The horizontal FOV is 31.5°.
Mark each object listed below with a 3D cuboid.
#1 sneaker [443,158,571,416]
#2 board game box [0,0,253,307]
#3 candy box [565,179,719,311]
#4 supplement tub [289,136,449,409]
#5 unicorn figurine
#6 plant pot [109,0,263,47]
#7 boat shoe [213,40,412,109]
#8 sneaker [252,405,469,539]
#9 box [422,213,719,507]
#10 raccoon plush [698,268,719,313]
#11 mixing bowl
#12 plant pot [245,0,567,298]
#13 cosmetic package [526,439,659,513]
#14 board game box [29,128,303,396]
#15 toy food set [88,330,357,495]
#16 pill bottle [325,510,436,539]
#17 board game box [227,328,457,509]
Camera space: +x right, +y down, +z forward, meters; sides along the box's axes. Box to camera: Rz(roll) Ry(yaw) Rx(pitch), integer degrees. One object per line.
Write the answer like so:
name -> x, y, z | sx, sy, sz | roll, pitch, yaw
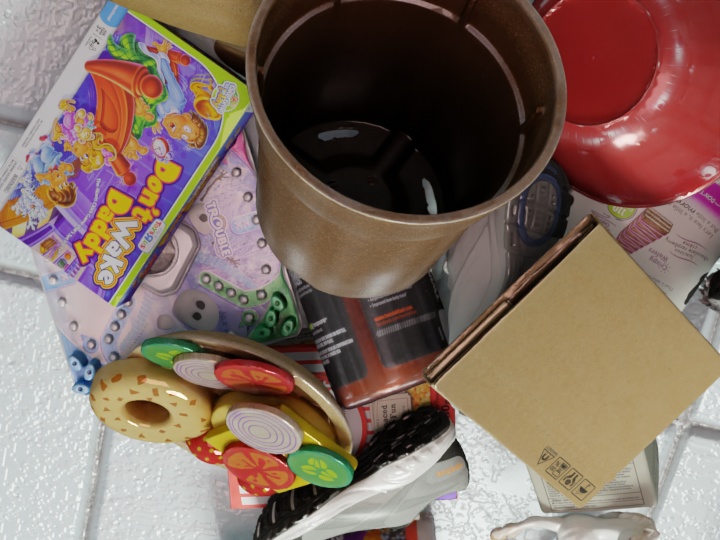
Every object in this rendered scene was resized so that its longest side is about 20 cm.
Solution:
sneaker -> 0.099, 0.010, 0.952 | 0.074, 0.087, 0.201 | 11, 94, -34
board game box -> -0.185, -0.093, 0.990 | 0.134, 0.045, 0.200 | 34, 97, 0
candy box -> 0.231, -0.056, 1.024 | 0.136, 0.061, 0.200 | 29, 107, -10
supplement tub -> 0.000, 0.000, 1.001 | 0.107, 0.107, 0.201 | -20, 85, 7
unicorn figurine -> 0.185, 0.243, 1.093 | 0.137, 0.200, 0.074 | -13, 75, 5
plant pot -> -0.128, -0.250, 0.906 | 0.199, 0.186, 0.187 | 7, 111, 17
boat shoe -> -0.011, -0.166, 0.990 | 0.199, 0.072, 0.072 | 14, 80, 2
sneaker -> 0.000, 0.193, 1.061 | 0.200, 0.074, 0.079 | -27, 113, 10
box -> 0.163, 0.073, 0.933 | 0.163, 0.021, 0.200 | -45, 125, 6
raccoon plush -> 0.326, -0.019, 1.001 | 0.096, 0.200, 0.134 | 22, 85, 4
mixing bowl -> 0.185, -0.145, 0.917 | 0.199, 0.108, 0.201 | 1, 92, 30
plant pot -> 0.014, -0.085, 0.863 | 0.199, 0.198, 0.201 | 4, 68, -9
cosmetic package -> 0.177, 0.105, 1.039 | 0.105, 0.071, 0.200 | -6, 128, 18
board game box -> -0.169, -0.016, 1.034 | 0.199, 0.026, 0.201 | -16, 95, 6
toy food set -> -0.101, 0.114, 0.998 | 0.200, 0.049, 0.198 | 40, 139, -23
pill bottle -> -0.029, 0.275, 1.118 | 0.199, 0.111, 0.112 | -6, 110, 2
board game box -> -0.018, 0.125, 1.098 | 0.199, 0.046, 0.152 | -3, 110, 2
